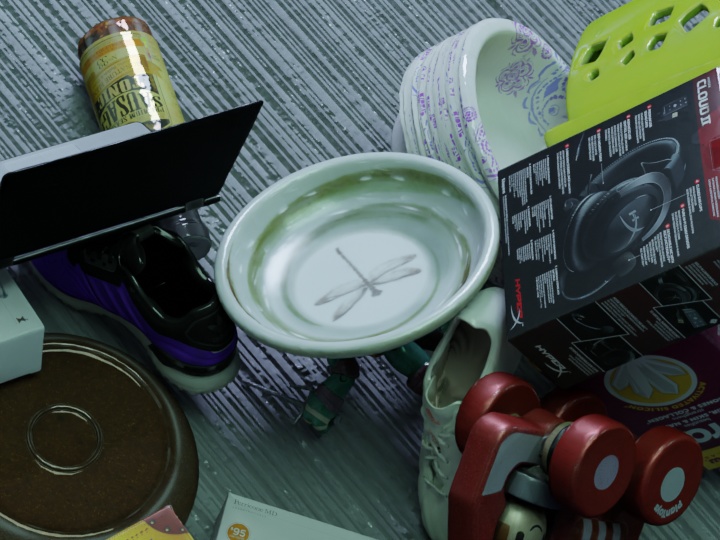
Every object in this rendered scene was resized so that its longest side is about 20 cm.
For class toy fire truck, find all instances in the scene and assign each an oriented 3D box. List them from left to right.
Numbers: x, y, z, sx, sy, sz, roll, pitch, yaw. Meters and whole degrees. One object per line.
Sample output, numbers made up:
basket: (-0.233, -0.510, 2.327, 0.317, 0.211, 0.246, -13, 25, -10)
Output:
toy fire truck: (0.129, 0.168, 1.632, 0.112, 0.169, 0.200, 22, 7, 41)

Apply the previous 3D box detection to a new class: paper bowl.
paper bowl: (0.100, -0.079, 1.827, 0.200, 0.104, 0.201, 36, 42, -40)

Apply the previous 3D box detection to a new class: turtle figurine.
turtle figurine: (-0.003, 0.046, 1.751, 0.199, 0.101, 0.150, 21, 53, -10)

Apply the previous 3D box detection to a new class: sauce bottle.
sauce bottle: (-0.158, -0.096, 1.814, 0.066, 0.066, 0.201, -10, 59, -23)

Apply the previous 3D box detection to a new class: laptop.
laptop: (-0.191, -0.082, 1.645, 0.187, 0.116, 0.200, -18, 36, -26)

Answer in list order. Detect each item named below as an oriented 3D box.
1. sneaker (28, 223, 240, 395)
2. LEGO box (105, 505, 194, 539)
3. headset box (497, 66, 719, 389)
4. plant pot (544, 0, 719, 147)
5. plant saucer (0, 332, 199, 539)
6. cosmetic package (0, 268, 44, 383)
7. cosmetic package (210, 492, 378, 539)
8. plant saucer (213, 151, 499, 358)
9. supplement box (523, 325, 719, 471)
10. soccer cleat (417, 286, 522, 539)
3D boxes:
sneaker: (-0.161, -0.005, 1.714, 0.200, 0.100, 0.070, 34, 58, 24)
LEGO box: (-0.191, 0.252, 1.518, 0.200, 0.149, 0.077, -27, 68, -31)
headset box: (0.194, -0.031, 1.610, 0.077, 0.199, 0.149, 41, 35, -41)
plant pot: (0.264, -0.094, 1.806, 0.200, 0.199, 0.182, 54, 41, -18)
plant saucer: (-0.207, 0.122, 1.673, 0.199, 0.035, 0.201, 8, 55, -11)
cosmetic package: (-0.330, 0.010, 1.679, 0.150, 0.052, 0.200, -18, 53, -29)
cosmetic package: (-0.009, 0.223, 1.654, 0.199, 0.051, 0.083, 18, 53, -5)
plant saucer: (0.000, 0.000, 1.672, 0.199, 0.050, 0.201, -7, 42, 7)
supplement box: (0.223, 0.051, 1.736, 0.200, 0.131, 0.104, 38, 43, -39)
soccer cleat: (0.067, 0.106, 1.675, 0.069, 0.201, 0.077, 25, 24, 31)
